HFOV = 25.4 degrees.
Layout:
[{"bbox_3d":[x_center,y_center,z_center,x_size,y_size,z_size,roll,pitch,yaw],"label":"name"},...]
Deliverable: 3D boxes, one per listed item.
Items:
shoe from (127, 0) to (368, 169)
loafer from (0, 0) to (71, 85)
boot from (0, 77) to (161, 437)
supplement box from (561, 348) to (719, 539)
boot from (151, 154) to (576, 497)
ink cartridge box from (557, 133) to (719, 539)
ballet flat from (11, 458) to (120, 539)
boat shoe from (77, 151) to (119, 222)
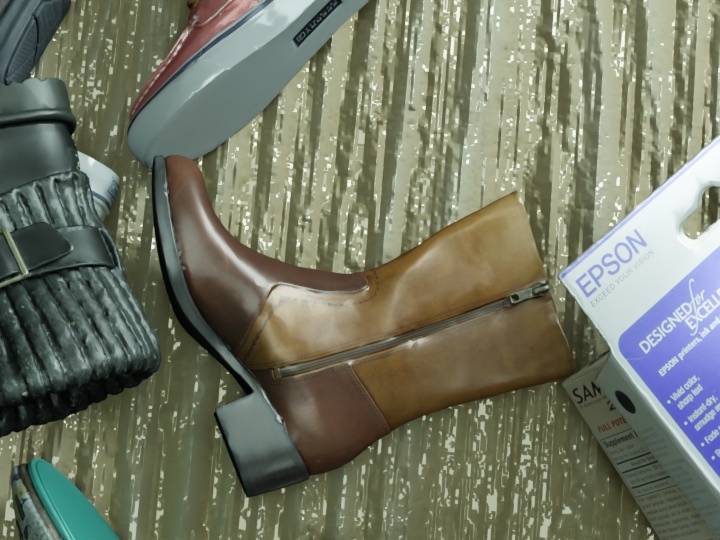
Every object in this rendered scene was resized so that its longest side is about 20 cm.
[{"bbox_3d":[-0.067,-0.150,0.866,0.200,0.072,0.091,-44,73,-5],"label":"shoe"},{"bbox_3d":[-0.168,-0.195,0.860,0.063,0.072,0.201,28,83,3],"label":"loafer"},{"bbox_3d":[-0.210,0.007,0.751,0.209,0.079,0.160,-16,82,-12],"label":"boot"},{"bbox_3d":[0.216,0.105,0.841,0.125,0.074,0.201,-30,86,-22],"label":"supplement box"},{"bbox_3d":[0.000,0.000,0.847,0.198,0.068,0.190,-22,84,-9],"label":"boot"},{"bbox_3d":[0.215,0.029,0.798,0.198,0.043,0.201,-37,90,-23],"label":"ink cartridge box"},{"bbox_3d":[-0.123,0.188,0.809,0.072,0.072,0.200,-44,86,-10],"label":"ballet flat"},{"bbox_3d":[-0.229,-0.054,0.834,0.198,0.071,0.071,22,77,-9],"label":"boat shoe"}]
